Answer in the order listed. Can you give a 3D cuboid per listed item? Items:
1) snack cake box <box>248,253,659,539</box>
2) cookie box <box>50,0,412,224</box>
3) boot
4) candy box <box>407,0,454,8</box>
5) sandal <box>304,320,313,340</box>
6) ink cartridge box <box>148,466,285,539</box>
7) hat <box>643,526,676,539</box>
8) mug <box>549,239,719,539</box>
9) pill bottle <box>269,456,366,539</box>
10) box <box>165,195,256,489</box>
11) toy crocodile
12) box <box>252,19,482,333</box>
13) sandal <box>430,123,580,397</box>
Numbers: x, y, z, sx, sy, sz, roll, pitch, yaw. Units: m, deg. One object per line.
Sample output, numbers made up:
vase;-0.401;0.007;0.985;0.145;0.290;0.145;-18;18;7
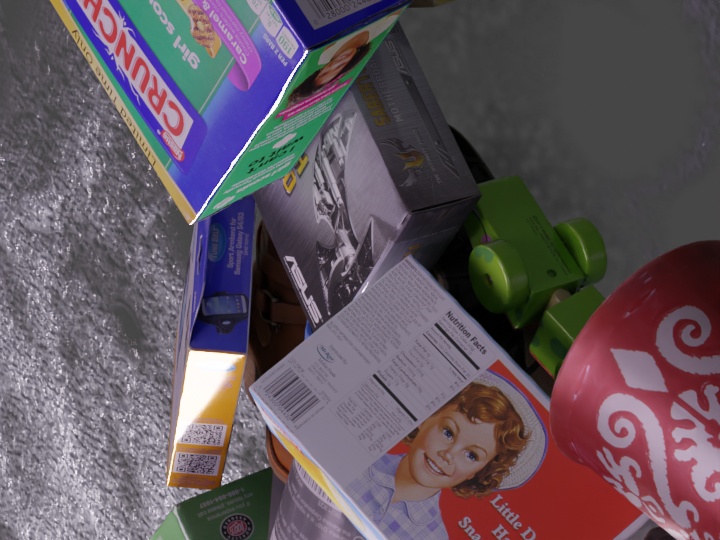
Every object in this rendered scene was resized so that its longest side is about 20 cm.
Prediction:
snack cake box;0.050;0.103;1.422;0.200;0.115;0.067;47;170;25
cookie box;-0.076;-0.146;1.426;0.171;0.075;0.200;57;150;11
boot;-0.021;0.043;1.715;0.200;0.077;0.155;-121;31;-54
candy box;-0.002;-0.207;1.532;0.200;0.055;0.116;9;115;60
sandal;0.000;0.000;1.636;0.087;0.079;0.200;29;116;58
ink cartridge box;-0.028;0.228;1.767;0.200;0.145;0.088;62;152;15
hat;0.180;0.170;1.358;0.201;0.201;0.081;-27;49;63
mug;0.199;0.080;1.264;0.200;0.133;0.178;44;154;36
pill bottle;0.002;0.167;1.608;0.113;0.113;0.200;44;128;42
box;-0.092;0.039;1.708;0.200;0.041;0.119;108;166;-57
toy crocodile;0.112;0.031;1.458;0.200;0.067;0.062;54;147;24
box;-0.017;-0.080;1.509;0.200;0.048;0.158;66;153;20
sandal;0.070;0.003;1.534;0.057;0.080;0.201;80;165;-66
